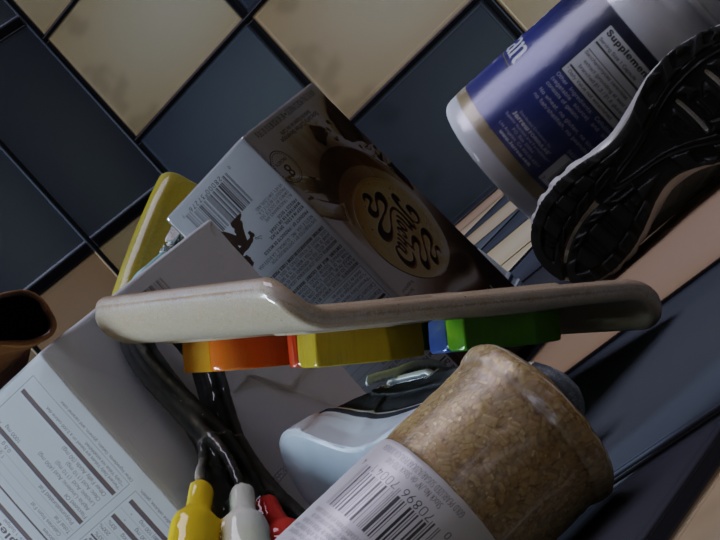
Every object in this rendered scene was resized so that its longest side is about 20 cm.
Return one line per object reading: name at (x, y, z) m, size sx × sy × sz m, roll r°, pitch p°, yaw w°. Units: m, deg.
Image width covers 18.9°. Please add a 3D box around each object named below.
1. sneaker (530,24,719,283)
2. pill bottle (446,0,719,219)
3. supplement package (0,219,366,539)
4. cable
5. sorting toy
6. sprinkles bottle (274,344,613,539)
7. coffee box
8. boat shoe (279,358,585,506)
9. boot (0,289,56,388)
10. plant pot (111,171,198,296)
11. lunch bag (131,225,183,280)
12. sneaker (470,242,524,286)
sneaker at (0.179, -0.076, 1.237) m, size 0.200 × 0.074 × 0.079 m, roll -42°, pitch -4°, yaw 22°
pill bottle at (0.163, -0.132, 1.422) m, size 0.200 × 0.111 × 0.111 m, roll -41°, pitch 1°, yaw 12°
supplement package at (-0.099, 0.092, 1.104) m, size 0.111 × 0.156 × 0.200 m, roll -42°, pitch 1°, yaw 27°
cable at (-0.055, 0.086, 0.990) m, size 0.050 × 0.097 × 0.201 m, roll -57°, pitch 34°, yaw 42°
sorting toy at (0.005, 0.026, 0.971) m, size 0.199 × 0.037 × 0.185 m, roll 1°, pitch -4°, yaw -31°
sprinkles bottle at (-0.008, 0.112, 0.694) m, size 0.200 × 0.068 × 0.068 m, roll -42°, pitch 1°, yaw -15°
coffee box at (0.000, 0.000, 1.258) m, size 0.080 × 0.200 × 0.113 m, roll -44°, pitch 1°, yaw 29°
boat shoe at (0.029, 0.071, 0.904) m, size 0.068 × 0.074 × 0.199 m, roll -36°, pitch 1°, yaw -24°
boot at (-0.244, 0.067, 1.070) m, size 0.187 × 0.069 × 0.200 m, roll -16°, pitch 0°, yaw -13°
plant pot at (-0.110, 0.089, 1.534) m, size 0.177 × 0.199 × 0.200 m, roll -61°, pitch -2°, yaw -40°
lunch bag at (-0.069, 0.062, 1.327) m, size 0.077 × 0.201 × 0.160 m, roll -11°, pitch 17°, yaw 27°
sneaker at (0.021, 0.062, 1.443) m, size 0.200 × 0.071 × 0.073 m, roll -44°, pitch 1°, yaw -1°
